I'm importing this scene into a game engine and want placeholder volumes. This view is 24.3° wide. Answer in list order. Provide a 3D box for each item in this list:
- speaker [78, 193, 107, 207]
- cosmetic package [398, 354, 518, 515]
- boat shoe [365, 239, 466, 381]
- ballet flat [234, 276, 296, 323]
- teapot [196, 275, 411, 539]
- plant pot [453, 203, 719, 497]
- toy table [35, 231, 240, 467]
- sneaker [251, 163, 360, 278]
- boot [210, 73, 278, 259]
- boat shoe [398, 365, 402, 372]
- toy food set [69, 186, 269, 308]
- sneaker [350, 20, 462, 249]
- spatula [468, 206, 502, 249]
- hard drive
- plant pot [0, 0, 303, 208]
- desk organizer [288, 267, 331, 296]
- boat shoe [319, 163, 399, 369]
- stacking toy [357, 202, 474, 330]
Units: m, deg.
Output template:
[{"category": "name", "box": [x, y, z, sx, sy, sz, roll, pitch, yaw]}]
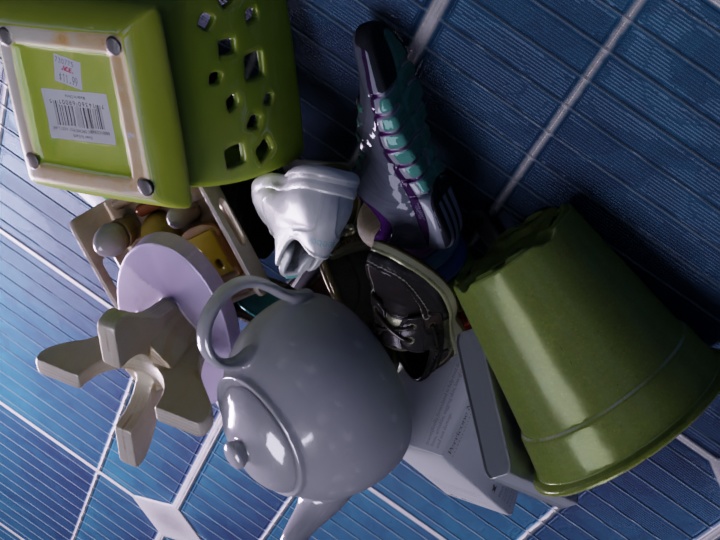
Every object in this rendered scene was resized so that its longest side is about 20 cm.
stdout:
[{"category": "speaker", "box": [-0.219, -0.075, 1.698, 0.200, 0.089, 0.088, 42, 149, -11]}, {"category": "cosmetic package", "box": [0.100, 0.150, 1.613, 0.081, 0.114, 0.200, 15, 166, 29]}, {"category": "boat shoe", "box": [0.044, 0.041, 1.445, 0.073, 0.065, 0.200, 27, 165, 30]}, {"category": "ballet flat", "box": [-0.113, 0.024, 1.636, 0.199, 0.068, 0.075, 31, 166, 26]}, {"category": "teapot", "box": [-0.061, 0.123, 1.476, 0.200, 0.145, 0.198, 50, 150, 17]}, {"category": "plant pot", "box": [0.178, 0.054, 1.410, 0.191, 0.200, 0.199, 55, 146, -9]}, {"category": "toy table", "box": [-0.194, 0.078, 1.543, 0.182, 0.117, 0.201, 10, 132, 29]}, {"category": "sneaker", "box": [-0.056, -0.035, 1.429, 0.074, 0.089, 0.200, 10, 174, -12]}, {"category": "boot", "box": [-0.170, -0.106, 1.610, 0.157, 0.080, 0.213, 1, 125, 34]}, {"category": "boat shoe", "box": [0.035, 0.084, 1.683, 0.062, 0.072, 0.200, 33, 148, -1]}, {"category": "toy food set", "box": [-0.181, -0.015, 1.572, 0.199, 0.060, 0.144, -21, 100, 46]}, {"category": "sneaker", "box": [0.014, -0.103, 1.389, 0.087, 0.074, 0.202, -11, 109, 27]}, {"category": "spatula", "box": [0.146, 0.017, 1.524, 0.056, 0.021, 0.201, -9, 126, 34]}, {"category": "hard drive", "box": [0.145, 0.138, 1.521, 0.026, 0.133, 0.200, -19, 158, 19]}, {"category": "plant pot", "box": [-0.182, -0.163, 1.393, 0.198, 0.181, 0.201, 10, 121, 31]}, {"category": "desk organizer", "box": [-0.025, 0.029, 1.667, 0.077, 0.072, 0.200, 37, 150, -7]}, {"category": "boat shoe", "box": [-0.002, 0.001, 1.532, 0.063, 0.072, 0.203, -166, 66, -78]}, {"category": "stacking toy", "box": [0.075, 0.006, 1.532, 0.085, 0.086, 0.201, 6, 143, 40]}]
